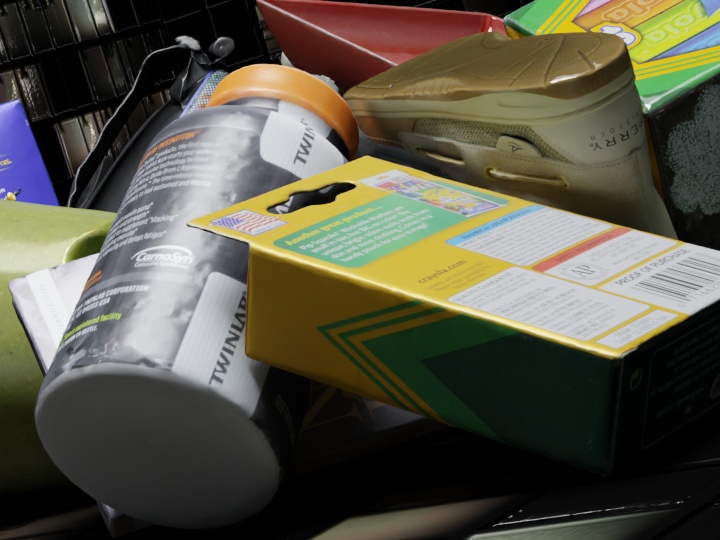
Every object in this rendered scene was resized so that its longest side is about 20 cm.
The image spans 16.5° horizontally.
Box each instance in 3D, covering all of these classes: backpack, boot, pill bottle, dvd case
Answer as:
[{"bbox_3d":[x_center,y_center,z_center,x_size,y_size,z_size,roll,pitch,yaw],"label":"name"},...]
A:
[{"bbox_3d":[-0.124,-0.013,1.550,0.191,0.154,0.200,-53,2,-36],"label":"backpack"},{"bbox_3d":[0.075,-0.026,1.109,0.072,0.155,0.200,-31,18,-24],"label":"boot"},{"bbox_3d":[-0.058,0.002,1.059,0.106,0.106,0.200,-14,40,33],"label":"pill bottle"},{"bbox_3d":[-0.041,0.030,1.116,0.200,0.149,0.016,-17,-40,-14],"label":"dvd case"}]

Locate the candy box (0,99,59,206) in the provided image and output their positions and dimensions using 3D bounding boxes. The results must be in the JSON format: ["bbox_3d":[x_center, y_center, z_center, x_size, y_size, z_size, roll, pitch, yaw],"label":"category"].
[{"bbox_3d":[-0.285,0.001,1.755,0.169,0.200,0.077,-19,-8,-14],"label":"candy box"}]

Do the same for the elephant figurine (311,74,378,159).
[{"bbox_3d":[0.000,0.000,1.388,0.155,0.200,0.142,-42,23,-2],"label":"elephant figurine"}]

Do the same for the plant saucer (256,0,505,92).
[{"bbox_3d":[0.069,-0.107,1.425,0.200,0.037,0.200,-1,23,-44],"label":"plant saucer"}]

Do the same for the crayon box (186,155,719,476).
[{"bbox_3d":[0.046,0.013,0.977,0.200,0.052,0.126,18,25,33],"label":"crayon box"}]

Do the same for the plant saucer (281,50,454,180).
[{"bbox_3d":[0.046,-0.088,1.495,0.200,0.050,0.200,12,16,-4],"label":"plant saucer"}]

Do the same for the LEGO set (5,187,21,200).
[{"bbox_3d":[-0.197,0.010,1.666,0.200,0.154,0.116,-14,-13,-15],"label":"LEGO set"}]

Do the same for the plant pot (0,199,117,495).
[{"bbox_3d":[-0.189,0.039,1.269,0.184,0.200,0.200,-2,12,30],"label":"plant pot"}]

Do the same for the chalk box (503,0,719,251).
[{"bbox_3d":[0.190,-0.091,1.150,0.200,0.125,0.124,-28,37,-16],"label":"chalk box"}]
